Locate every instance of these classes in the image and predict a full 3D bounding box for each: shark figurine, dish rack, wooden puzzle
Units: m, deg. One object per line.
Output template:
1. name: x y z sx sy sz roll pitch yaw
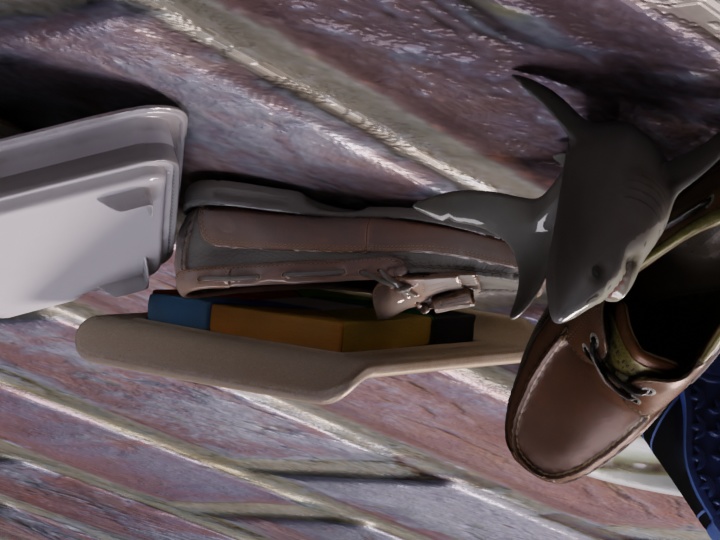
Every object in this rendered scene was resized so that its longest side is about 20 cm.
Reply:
1. shark figurine: 0.090 -0.048 1.091 0.089 0.128 0.214 40 178 -8
2. dish rack: -0.167 -0.016 1.262 0.171 0.044 0.200 -15 165 -10
3. wooden puzzle: -0.027 0.031 1.359 0.185 0.037 0.200 9 -169 34

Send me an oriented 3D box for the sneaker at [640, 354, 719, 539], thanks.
1. sneaker: 0.158 0.053 1.189 0.070 0.201 0.078 -22 173 -12

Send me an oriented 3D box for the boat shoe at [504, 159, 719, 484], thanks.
1. boat shoe: 0.122 0.025 1.100 0.072 0.200 0.068 35 -152 3

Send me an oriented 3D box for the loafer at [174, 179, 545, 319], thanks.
1. loafer: 0.000 0.000 1.305 0.199 0.063 0.072 9 165 8

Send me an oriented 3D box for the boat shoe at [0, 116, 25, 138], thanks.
1. boat shoe: -0.221 -0.038 1.330 0.072 0.065 0.200 17 163 -13

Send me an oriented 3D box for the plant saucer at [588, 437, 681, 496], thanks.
1. plant saucer: 0.192 0.096 1.535 0.199 0.050 0.200 10 165 3
